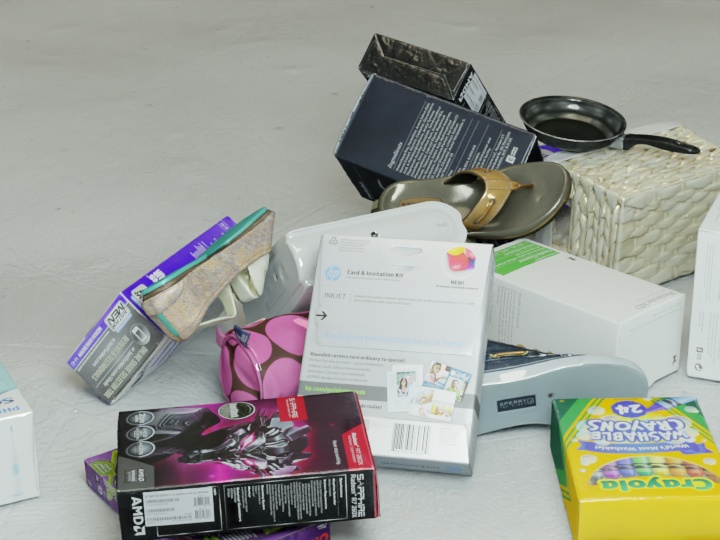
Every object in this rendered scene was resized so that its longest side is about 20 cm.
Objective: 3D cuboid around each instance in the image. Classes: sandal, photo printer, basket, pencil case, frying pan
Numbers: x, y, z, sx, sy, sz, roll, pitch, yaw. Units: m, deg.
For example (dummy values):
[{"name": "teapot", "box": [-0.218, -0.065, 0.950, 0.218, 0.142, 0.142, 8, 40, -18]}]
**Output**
[{"name": "sandal", "box": [0.112, -0.076, 1.637, 0.200, 0.055, 0.082, -1, 68, 12]}, {"name": "photo printer", "box": [0.000, 0.000, 1.586, 0.200, 0.070, 0.166, -13, -18, -27]}, {"name": "basket", "box": [0.300, -0.063, 1.739, 0.200, 0.136, 0.123, -17, 33, -30]}, {"name": "pencil case", "box": [-0.031, 0.071, 1.493, 0.200, 0.091, 0.094, -12, 47, -30]}, {"name": "frying pan", "box": [0.261, -0.151, 1.723, 0.190, 0.031, 0.115, 9, 30, 5]}]

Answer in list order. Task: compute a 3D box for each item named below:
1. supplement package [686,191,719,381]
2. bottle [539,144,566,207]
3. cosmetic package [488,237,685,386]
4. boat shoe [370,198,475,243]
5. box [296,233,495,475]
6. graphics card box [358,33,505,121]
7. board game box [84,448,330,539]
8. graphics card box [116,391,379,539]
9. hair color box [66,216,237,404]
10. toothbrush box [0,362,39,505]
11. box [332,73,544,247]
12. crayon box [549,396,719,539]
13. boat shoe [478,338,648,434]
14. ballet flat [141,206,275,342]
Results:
[{"name": "supplement package", "box": [0.424, 0.018, 1.528, 0.200, 0.152, 0.151, 9, 25, 20]}, {"name": "bottle", "box": [0.227, -0.112, 1.924, 0.083, 0.065, 0.200, 21, 31, 30]}, {"name": "cosmetic package", "box": [0.198, 0.044, 1.559, 0.200, 0.085, 0.108, 20, 28, 40]}, {"name": "boat shoe", "box": [0.054, -0.034, 1.752, 0.073, 0.065, 0.200, 27, -4, -22]}, {"name": "box", "box": [0.030, 0.070, 1.409, 0.156, 0.041, 0.200, 3, 69, 10]}, {"name": "graphics card box", "box": [0.087, -0.189, 1.829, 0.125, 0.051, 0.200, 22, -9, 26]}, {"name": "board game box", "box": [-0.127, 0.186, 1.320, 0.120, 0.032, 0.200, -13, 27, -32]}, {"name": "graphics card box", "box": [-0.091, 0.152, 1.284, 0.200, 0.051, 0.126, -5, 26, -5]}, {"name": "hair color box", "box": [-0.180, 0.035, 1.546, 0.065, 0.109, 0.200, 43, 34, 2]}, {"name": "toothbrush box", "box": [-0.372, 0.128, 1.384, 0.146, 0.085, 0.200, -12, 26, -25]}, {"name": "box", "box": [0.090, -0.113, 1.763, 0.200, 0.104, 0.148, 23, -9, 17]}, {"name": "crayon box", "box": [0.229, 0.170, 1.319, 0.125, 0.052, 0.200, -1, 25, -1]}, {"name": "boat shoe", "box": [0.152, 0.094, 1.463, 0.200, 0.071, 0.091, -5, 29, -5]}, {"name": "ballet flat", "box": [-0.127, 0.009, 1.485, 0.068, 0.067, 0.200, -28, 8, 40]}]
